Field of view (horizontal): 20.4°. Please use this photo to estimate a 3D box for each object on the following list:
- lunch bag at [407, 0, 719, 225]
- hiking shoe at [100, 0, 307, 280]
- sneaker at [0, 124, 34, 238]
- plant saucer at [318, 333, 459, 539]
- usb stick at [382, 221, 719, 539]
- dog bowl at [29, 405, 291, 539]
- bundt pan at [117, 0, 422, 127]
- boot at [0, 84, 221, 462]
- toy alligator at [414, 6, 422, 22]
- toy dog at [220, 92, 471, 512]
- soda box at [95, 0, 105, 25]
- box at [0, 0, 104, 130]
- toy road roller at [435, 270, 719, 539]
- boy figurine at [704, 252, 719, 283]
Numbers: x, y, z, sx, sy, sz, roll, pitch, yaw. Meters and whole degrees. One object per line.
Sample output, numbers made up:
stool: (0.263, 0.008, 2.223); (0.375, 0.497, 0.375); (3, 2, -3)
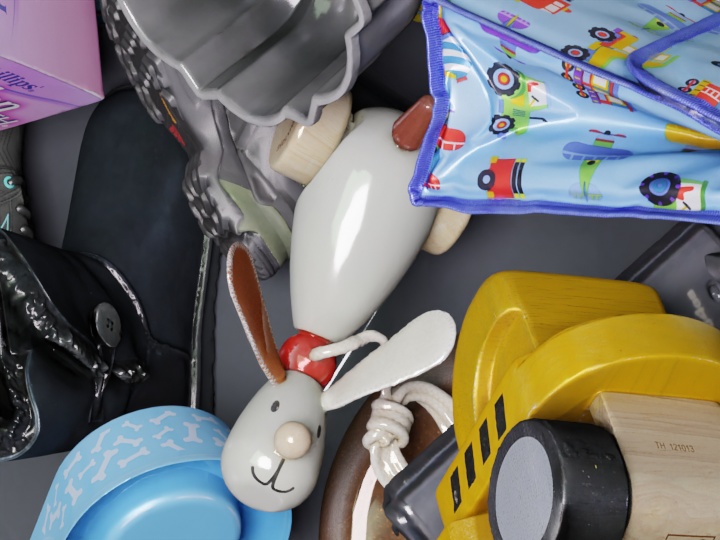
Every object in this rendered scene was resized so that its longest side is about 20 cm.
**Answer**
lunch bag: (0.144, -0.063, 0.820); (0.199, 0.150, 0.095); (16, 114, 32)
hiking shoe: (-0.057, -0.102, 0.965); (0.100, 0.076, 0.202); (-25, 98, -18)
sneaker: (-0.194, -0.010, 1.044); (0.079, 0.075, 0.202); (14, 88, 3)
plant saucer: (0.064, 0.123, 0.917); (0.199, 0.037, 0.203); (-4, 80, 24)
usb stick: (0.093, 0.054, 0.871); (0.200, 0.033, 0.056); (-41, 107, -12)
dog bowl: (-0.108, 0.146, 0.933); (0.050, 0.111, 0.201); (59, 135, 45)
bundt pan: (-0.043, -0.165, 0.826); (0.076, 0.203, 0.202); (-35, 63, -29)
boot: (-0.134, -0.006, 0.951); (0.076, 0.168, 0.202); (-8, 79, 23)
toy alligator: (0.038, -0.156, 0.945); (0.198, 0.054, 0.060); (-9, 121, -7)
toy dog: (0.000, 0.000, 0.870); (0.131, 0.096, 0.202); (3, 70, -18)
soda box: (-0.214, -0.177, 1.070); (0.198, 0.063, 0.069); (8, 86, 26)
box: (-0.239, -0.154, 0.985); (0.198, 0.096, 0.178); (-14, 75, 25)
toy road roller: (0.084, 0.092, 0.808); (0.147, 0.122, 0.201); (-105, 31, -41)
boy figurine: (0.174, 0.094, 0.834); (0.064, 0.124, 0.202); (0, 93, -14)
